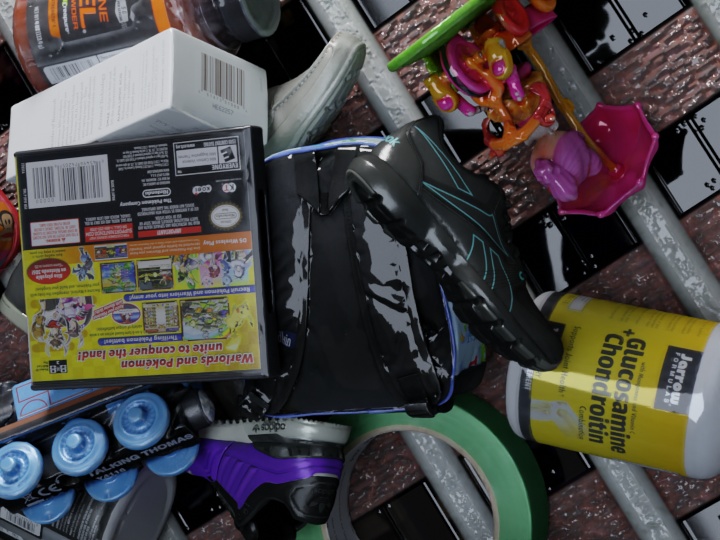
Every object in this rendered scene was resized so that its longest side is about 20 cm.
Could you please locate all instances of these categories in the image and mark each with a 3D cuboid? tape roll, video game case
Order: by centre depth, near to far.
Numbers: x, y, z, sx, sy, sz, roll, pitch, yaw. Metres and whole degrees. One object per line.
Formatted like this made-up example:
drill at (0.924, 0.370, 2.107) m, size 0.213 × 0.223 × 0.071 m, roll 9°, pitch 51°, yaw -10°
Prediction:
video game case at (-0.159, -0.007, 1.299) m, size 0.200 × 0.025 × 0.181 m, roll -4°, pitch 89°, yaw 22°
tape roll at (0.045, 0.189, 1.379) m, size 0.200 × 0.048 × 0.201 m, roll 3°, pitch 97°, yaw 23°

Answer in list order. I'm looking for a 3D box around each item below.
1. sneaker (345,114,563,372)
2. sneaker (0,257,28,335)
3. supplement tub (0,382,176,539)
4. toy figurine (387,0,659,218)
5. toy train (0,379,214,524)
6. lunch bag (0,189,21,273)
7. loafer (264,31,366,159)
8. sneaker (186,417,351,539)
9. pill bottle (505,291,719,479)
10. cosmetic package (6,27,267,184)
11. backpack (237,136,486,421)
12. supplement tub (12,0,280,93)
sneaker at (0.081, -0.018, 1.207) m, size 0.079 × 0.075 × 0.200 m, roll -43°, pitch 99°, yaw -15°
sneaker at (-0.204, 0.028, 1.450) m, size 0.200 × 0.075 × 0.106 m, roll 29°, pitch 109°, yaw 19°
supplement tub at (-0.264, 0.170, 1.467) m, size 0.200 × 0.123 × 0.123 m, roll 23°, pitch 104°, yaw 20°
toy figurine at (0.129, -0.116, 1.248) m, size 0.150 × 0.200 × 0.184 m, roll -35°, pitch 95°, yaw 34°
toy train at (-0.211, 0.117, 1.367) m, size 0.200 × 0.087 × 0.114 m, roll -22°, pitch 58°, yaw 7°
lunch bag at (-0.404, -0.028, 1.525) m, size 0.200 × 0.082 × 0.176 m, roll -45°, pitch 78°, yaw 21°
loafer at (-0.071, -0.112, 1.382) m, size 0.070 × 0.070 × 0.200 m, roll 42°, pitch 110°, yaw 4°
sneaker at (-0.085, 0.168, 1.374) m, size 0.200 × 0.070 × 0.100 m, roll -12°, pitch 72°, yaw 54°
pill bottle at (0.213, 0.085, 1.262) m, size 0.200 × 0.112 × 0.112 m, roll 11°, pitch 100°, yaw 22°
cosmetic package at (-0.176, -0.111, 1.374) m, size 0.200 × 0.102 × 0.074 m, roll -21°, pitch 61°, yaw 40°
backpack at (0.000, 0.000, 1.321) m, size 0.183 × 0.147 × 0.200 m, roll -3°, pitch 98°, yaw 21°
supplement tub at (-0.166, -0.199, 1.393) m, size 0.200 × 0.107 × 0.107 m, roll -10°, pitch 92°, yaw 23°
